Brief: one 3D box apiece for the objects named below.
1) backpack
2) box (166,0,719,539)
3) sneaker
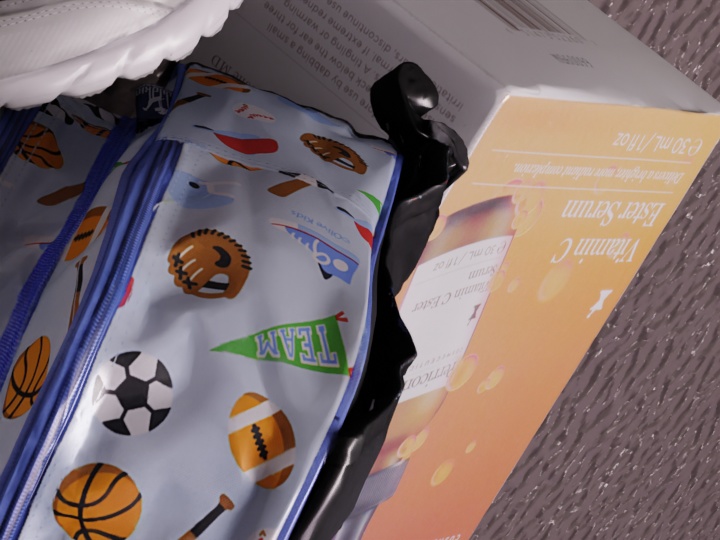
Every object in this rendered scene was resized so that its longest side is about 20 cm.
[{"bbox_3d":[-0.061,0.042,0.759,0.191,0.153,0.201,-105,-147,-71],"label":"backpack"},{"bbox_3d":[0.000,0.000,0.933,0.152,0.106,0.201,-2,127,-57],"label":"box"},{"bbox_3d":[-0.051,-0.117,0.767,0.200,0.075,0.082,-39,123,-17],"label":"sneaker"}]
